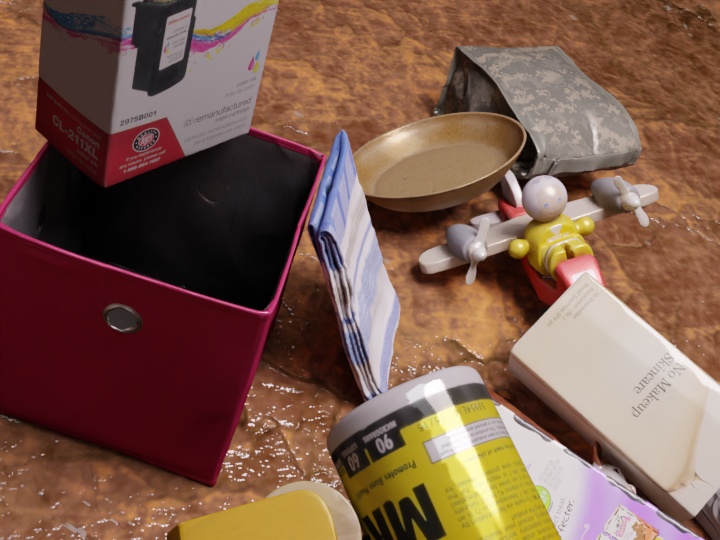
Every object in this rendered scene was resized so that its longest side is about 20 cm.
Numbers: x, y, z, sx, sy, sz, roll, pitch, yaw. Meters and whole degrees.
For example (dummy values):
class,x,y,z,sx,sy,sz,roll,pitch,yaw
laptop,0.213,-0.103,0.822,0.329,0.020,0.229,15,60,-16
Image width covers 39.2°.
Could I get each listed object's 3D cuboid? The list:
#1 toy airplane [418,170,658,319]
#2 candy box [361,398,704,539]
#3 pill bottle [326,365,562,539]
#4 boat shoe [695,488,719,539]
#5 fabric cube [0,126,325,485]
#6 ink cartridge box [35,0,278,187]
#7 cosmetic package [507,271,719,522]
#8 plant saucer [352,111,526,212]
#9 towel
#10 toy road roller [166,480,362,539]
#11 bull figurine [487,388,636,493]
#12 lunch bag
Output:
class,x,y,z,sx,sy,sz,roll,pitch,yaw
toy airplane,0.184,-0.046,1.026,0.198,0.142,0.200,16,51,25
candy box,0.111,0.207,0.720,0.200,0.072,0.168,34,78,14
pill bottle,0.066,0.173,0.637,0.114,0.114,0.201,-13,67,-33
boat shoe,0.341,0.217,0.868,0.073,0.066,0.200,-3,47,-25
fabric cube,-0.159,0.008,0.785,0.195,0.200,0.200,19,41,-3
ink cartridge box,-0.134,-0.176,0.689,0.083,0.201,0.145,40,45,22
cosmetic package,0.234,0.109,0.873,0.200,0.073,0.104,41,81,17
plant saucer,0.081,-0.112,1.083,0.199,0.036,0.200,-12,28,7
towel,0.000,0.000,0.875,0.024,0.201,0.147,-6,37,14
toy road roller,-0.082,0.229,0.620,0.199,0.123,0.147,-18,67,-6
bull figurine,0.127,0.155,0.839,0.200,0.065,0.121,32,23,19
lunch bag,0.211,-0.173,1.195,0.163,0.118,0.200,-8,44,-30
